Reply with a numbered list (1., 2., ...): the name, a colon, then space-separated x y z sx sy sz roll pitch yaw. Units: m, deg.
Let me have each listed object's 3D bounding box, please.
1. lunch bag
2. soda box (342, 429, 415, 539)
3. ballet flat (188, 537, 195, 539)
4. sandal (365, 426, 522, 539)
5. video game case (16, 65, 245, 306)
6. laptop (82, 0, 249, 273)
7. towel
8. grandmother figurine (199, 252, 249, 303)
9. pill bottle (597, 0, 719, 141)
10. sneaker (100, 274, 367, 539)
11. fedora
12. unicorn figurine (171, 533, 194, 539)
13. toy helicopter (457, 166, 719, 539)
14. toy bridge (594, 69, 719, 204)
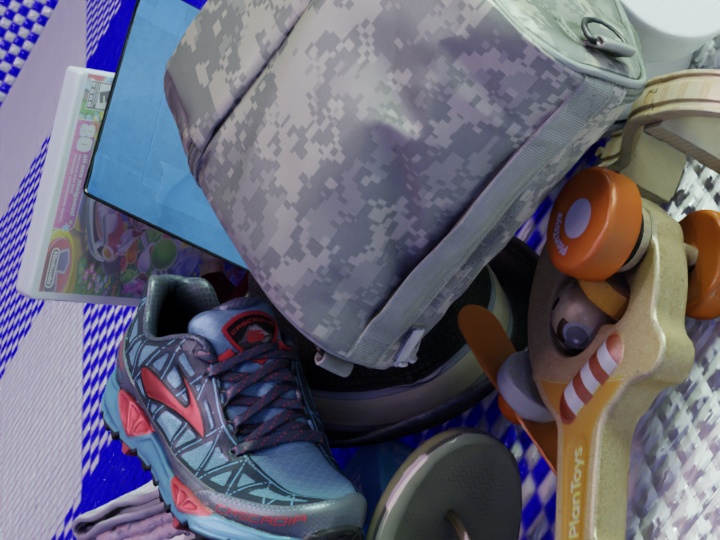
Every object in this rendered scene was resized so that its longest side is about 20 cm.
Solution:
1. lunch bag: 0.021 -0.074 0.872 0.200 0.139 0.168 -49 44 29
2. soda box: -0.017 0.182 1.003 0.200 0.064 0.068 -55 21 22
3. ballet flat: -0.049 0.156 0.930 0.074 0.074 0.200 -65 22 -4
4. sandal: 0.035 0.170 0.883 0.057 0.080 0.202 7 79 53
5. video game case: -0.117 -0.046 1.271 0.018 0.200 0.144 23 103 45
6. laptop: -0.035 -0.097 1.196 0.199 0.116 0.188 -13 45 23
7. towel: -0.055 0.093 1.114 0.191 0.032 0.200 -32 2 -29
8. grandmother figurine: -0.055 0.012 1.253 0.121 0.061 0.200 17 67 35
9. pill bottle: 0.097 -0.121 1.003 0.200 0.119 0.120 -32 37 58
10. sneaker: -0.062 0.062 0.936 0.200 0.079 0.096 34 118 48
11. fedora: 0.000 0.000 1.017 0.200 0.092 0.201 -15 31 9
12. unicorn figurine: -0.117 0.234 1.212 0.137 0.074 0.200 -44 40 24
13. toy helicopter: 0.093 0.062 0.856 0.132 0.079 0.201 -26 53 53
14. toy bridge: 0.152 -0.060 0.862 0.200 0.067 0.027 -8 58 67
